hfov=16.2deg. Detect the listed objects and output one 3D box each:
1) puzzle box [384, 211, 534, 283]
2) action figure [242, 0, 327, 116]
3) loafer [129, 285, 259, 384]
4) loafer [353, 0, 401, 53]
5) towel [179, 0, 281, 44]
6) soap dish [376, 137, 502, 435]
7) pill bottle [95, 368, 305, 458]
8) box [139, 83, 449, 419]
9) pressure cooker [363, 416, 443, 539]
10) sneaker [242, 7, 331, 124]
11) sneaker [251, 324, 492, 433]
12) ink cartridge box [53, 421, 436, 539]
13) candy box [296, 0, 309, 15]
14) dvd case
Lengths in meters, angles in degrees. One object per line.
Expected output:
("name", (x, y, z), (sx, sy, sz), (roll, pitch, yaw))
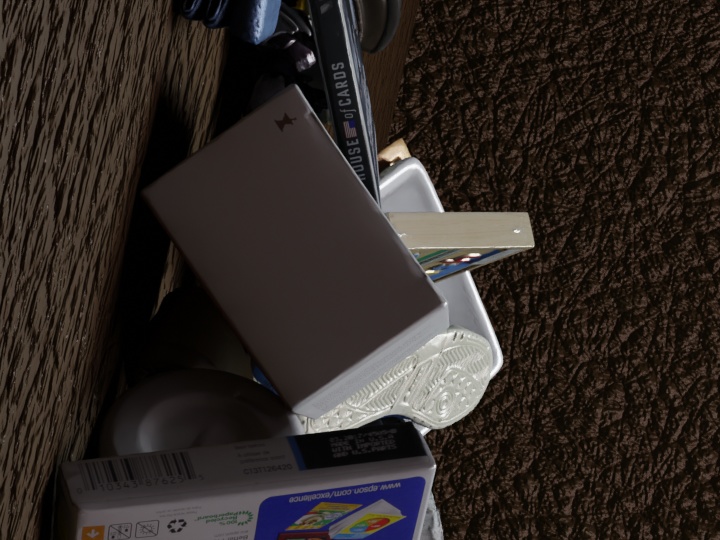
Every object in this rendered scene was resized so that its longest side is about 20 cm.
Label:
("puzzle box", (0.000, 0.000, 1.675), (0.200, 0.133, 0.025), (-22, -105, 45))
("action figure", (-0.055, -0.115, 1.663), (0.130, 0.069, 0.200), (51, 44, -71))
("loafer", (-0.096, 0.067, 1.561), (0.200, 0.076, 0.068), (92, 16, -70))
("loafer", (-0.021, -0.233, 1.815), (0.073, 0.071, 0.200), (55, -18, 42))
("towel", (-0.056, -0.228, 1.402), (0.112, 0.048, 0.200), (-56, 157, -83))
("soap dish", (0.008, 0.026, 1.871), (0.157, 0.081, 0.200), (-38, 112, -36))
("pill bottle", (-0.098, 0.166, 1.471), (0.120, 0.119, 0.200), (-75, 175, -48))
("box", (-0.033, -0.005, 1.464), (0.106, 0.152, 0.200), (-35, 174, 0))
("pressure cooker", (-0.056, 0.184, 1.737), (0.179, 0.200, 0.176), (-127, -154, -62))
("sneaker", (-0.041, -0.147, 1.844), (0.200, 0.076, 0.081), (-49, 141, -87))
("sneaker", (-0.009, 0.062, 1.685), (0.200, 0.111, 0.077), (-12, 117, -45))
("ink cartridge box", (-0.070, 0.174, 1.373), (0.047, 0.197, 0.200), (-115, -153, -42))
("candy box", (-0.032, -0.270, 1.909), (0.102, 0.026, 0.200), (70, 32, -78))
("dvd case", (-0.012, -0.139, 1.706), (0.150, 0.025, 0.200), (-94, 173, -58))
